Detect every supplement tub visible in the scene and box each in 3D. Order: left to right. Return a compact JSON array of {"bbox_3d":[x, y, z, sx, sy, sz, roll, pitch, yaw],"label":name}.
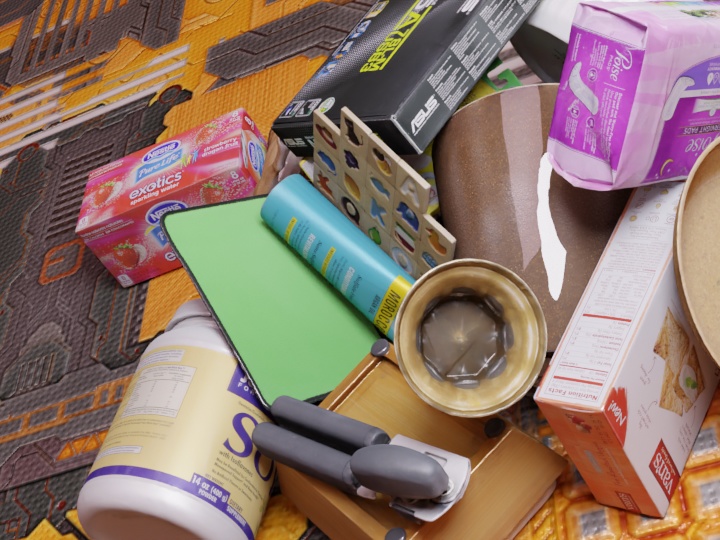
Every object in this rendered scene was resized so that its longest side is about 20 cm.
[{"bbox_3d":[-0.132,0.139,1.053,0.144,0.146,0.201,-5,48,31],"label":"supplement tub"}]

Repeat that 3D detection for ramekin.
[{"bbox_3d":[0.216,-0.201,1.115,0.094,0.202,0.202,-51,41,-3],"label":"ramekin"}]

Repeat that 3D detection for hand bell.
[{"bbox_3d":[0.063,0.050,0.941,0.104,0.104,0.200,-40,1,-7],"label":"hand bell"}]

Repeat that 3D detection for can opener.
[{"bbox_3d":[-0.008,0.124,0.913,0.199,0.067,0.053,14,58,43],"label":"can opener"}]

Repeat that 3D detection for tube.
[{"bbox_3d":[0.000,0.000,1.081,0.200,0.078,0.050,42,57,17],"label":"tube"}]

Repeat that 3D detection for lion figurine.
[{"bbox_3d":[-0.072,-0.102,1.263,0.123,0.072,0.201,-49,9,44],"label":"lion figurine"}]

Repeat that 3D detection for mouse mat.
[{"bbox_3d":[-0.066,0.020,1.080,0.008,0.160,0.201,-49,66,39],"label":"mouse mat"}]

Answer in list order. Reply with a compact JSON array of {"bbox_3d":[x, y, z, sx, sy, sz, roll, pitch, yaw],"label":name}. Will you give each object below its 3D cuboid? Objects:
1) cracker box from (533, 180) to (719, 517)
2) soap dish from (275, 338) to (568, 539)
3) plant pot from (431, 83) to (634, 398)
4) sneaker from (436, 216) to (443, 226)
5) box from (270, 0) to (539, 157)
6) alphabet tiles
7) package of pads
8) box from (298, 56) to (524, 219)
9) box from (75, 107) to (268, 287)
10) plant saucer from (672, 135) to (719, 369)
[{"bbox_3d":[0.207,0.053,0.909,0.057,0.134,0.201,7,56,40],"label":"cracker box"},{"bbox_3d":[0.036,0.149,0.975,0.157,0.081,0.200,-45,39,-12],"label":"soap dish"},{"bbox_3d":[0.148,-0.009,1.000,0.186,0.187,0.202,-13,59,25],"label":"plant pot"},{"bbox_3d":[0.104,-0.099,1.198,0.199,0.076,0.116,-4,85,3],"label":"sneaker"},{"bbox_3d":[0.039,-0.180,1.086,0.200,0.048,0.193,-52,26,-19],"label":"box"},{"bbox_3d":[0.015,-0.040,1.058,0.006,0.201,0.166,-35,65,-22],"label":"alphabet tiles"},{"bbox_3d":[0.225,-0.126,0.903,0.199,0.121,0.075,-11,30,-39],"label":"package of pads"},{"bbox_3d":[0.057,-0.113,1.142,0.200,0.048,0.118,-39,81,5],"label":"box"},{"bbox_3d":[-0.187,-0.075,1.340,0.199,0.096,0.100,-20,41,18],"label":"box"},{"bbox_3d":[0.281,0.001,0.883,0.035,0.200,0.201,-21,34,57],"label":"plant saucer"}]
